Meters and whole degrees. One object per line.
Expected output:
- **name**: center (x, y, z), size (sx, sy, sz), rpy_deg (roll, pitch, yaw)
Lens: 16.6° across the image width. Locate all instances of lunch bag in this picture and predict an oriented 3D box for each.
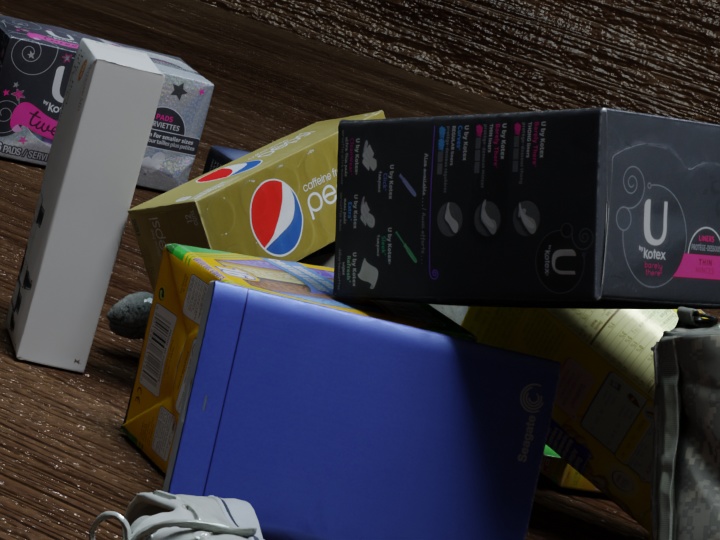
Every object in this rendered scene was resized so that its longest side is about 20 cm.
- **lunch bag**: center (0.235, 0.125, 1.321), size (0.167, 0.201, 0.139), rpy_deg (8, -10, -16)

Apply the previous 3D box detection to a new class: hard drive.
- **hard drive**: center (0.001, 0.092, 1.350), size (0.200, 0.132, 0.025), rpy_deg (13, -5, -12)

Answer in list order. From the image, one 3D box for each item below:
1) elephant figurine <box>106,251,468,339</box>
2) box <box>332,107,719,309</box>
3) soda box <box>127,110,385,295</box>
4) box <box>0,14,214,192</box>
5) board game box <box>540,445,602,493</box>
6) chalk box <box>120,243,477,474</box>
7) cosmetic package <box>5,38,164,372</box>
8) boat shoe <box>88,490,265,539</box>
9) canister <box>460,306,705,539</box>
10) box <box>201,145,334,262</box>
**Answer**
- **elephant figurine**: center (-0.037, 0.044, 1.629), size (0.200, 0.155, 0.142), rpy_deg (-5, 65, -36)
- **box**: center (0.095, -0.032, 1.387), size (0.122, 0.106, 0.200), rpy_deg (3, -2, -45)
- **soda box**: center (-0.056, -0.043, 1.614), size (0.064, 0.068, 0.200), rpy_deg (-7, 15, 40)
- **box**: center (-0.254, -0.155, 2.281), size (0.200, 0.115, 0.132), rpy_deg (11, 11, -22)
- **board game box**: center (0.186, 0.132, 1.694), size (0.200, 0.030, 0.096), rpy_deg (13, 10, -28)
- **chalk box**: center (-0.019, 0.070, 1.460), size (0.200, 0.125, 0.124), rpy_deg (8, 13, -28)
- **cosmetic package**: center (-0.180, -0.043, 1.593), size (0.051, 0.200, 0.083), rpy_deg (13, 11, -18)
- **boat shoe**: center (-0.085, 0.139, 1.146), size (0.086, 0.075, 0.202), rpy_deg (14, 9, -13)
- **canister**: center (0.161, 0.067, 1.516), size (0.200, 0.149, 0.087), rpy_deg (41, 50, 15)
- **box**: center (0.000, 0.000, 1.847), size (0.200, 0.124, 0.198), rpy_deg (8, 14, -33)
